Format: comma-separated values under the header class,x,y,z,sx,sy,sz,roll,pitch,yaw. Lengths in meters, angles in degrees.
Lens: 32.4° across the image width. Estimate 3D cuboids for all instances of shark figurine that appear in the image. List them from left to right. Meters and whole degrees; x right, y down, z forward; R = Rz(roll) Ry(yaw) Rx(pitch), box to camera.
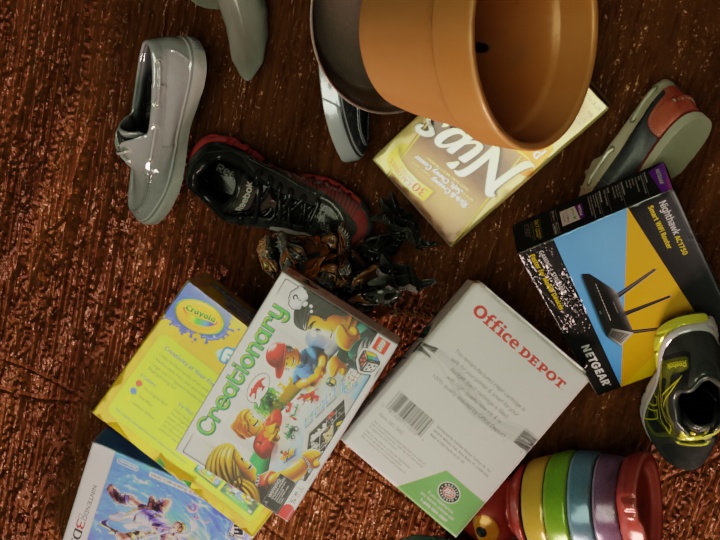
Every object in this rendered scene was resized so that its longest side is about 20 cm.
class,x,y,z,sx,sy,sz,roll,pitch,yaw
shark figurine,-0.157,-0.294,1.175,0.214,0.090,0.128,39,108,-2

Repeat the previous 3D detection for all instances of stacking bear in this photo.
class,x,y,z,sx,sy,sz,roll,pitch,yaw
stacking bear,0.191,0.235,1.231,0.199,0.114,0.122,-5,119,24

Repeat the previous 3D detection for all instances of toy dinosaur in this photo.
class,x,y,z,sx,sy,sz,roll,pitch,yaw
toy dinosaur,0.000,0.000,1.201,0.136,0.200,0.102,-33,64,39

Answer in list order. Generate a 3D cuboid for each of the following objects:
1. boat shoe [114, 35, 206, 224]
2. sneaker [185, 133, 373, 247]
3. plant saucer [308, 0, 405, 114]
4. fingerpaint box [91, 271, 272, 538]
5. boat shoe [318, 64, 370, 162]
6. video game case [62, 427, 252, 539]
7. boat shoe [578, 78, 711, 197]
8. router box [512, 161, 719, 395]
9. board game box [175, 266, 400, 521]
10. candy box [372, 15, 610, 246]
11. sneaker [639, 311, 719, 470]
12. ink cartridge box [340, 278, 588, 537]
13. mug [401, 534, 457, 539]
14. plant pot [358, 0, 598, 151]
class,x,y,z,sx,sy,sz,roll,pitch,yaw
boat shoe,-0.206,-0.135,1.215,0.072,0.068,0.200,52,131,39
sneaker,-0.085,-0.069,1.213,0.200,0.098,0.071,24,107,2
plant saucer,0.031,-0.243,1.118,0.032,0.200,0.201,32,116,48
fingerpaint box,-0.129,0.128,1.211,0.200,0.073,0.167,37,100,1
boat shoe,0.000,-0.204,1.176,0.068,0.072,0.201,-2,98,13
video game case,-0.224,0.296,1.371,0.199,0.045,0.182,22,109,5
boat shoe,0.243,-0.085,1.156,0.200,0.071,0.063,-54,50,28
router box,0.248,0.012,1.146,0.149,0.051,0.200,-23,125,17
board game box,-0.067,0.114,1.146,0.126,0.035,0.200,31,99,2
candy box,0.123,-0.132,1.172,0.200,0.055,0.115,-42,91,18
sneaker,0.304,0.132,1.158,0.074,0.085,0.200,-9,133,6
ink cartridge box,0.098,0.127,1.192,0.146,0.084,0.200,41,91,-2
mug,0.105,0.349,1.253,0.114,0.185,0.153,0,89,39
plant pot,0.092,-0.204,1.047,0.140,0.200,0.201,8,109,37
